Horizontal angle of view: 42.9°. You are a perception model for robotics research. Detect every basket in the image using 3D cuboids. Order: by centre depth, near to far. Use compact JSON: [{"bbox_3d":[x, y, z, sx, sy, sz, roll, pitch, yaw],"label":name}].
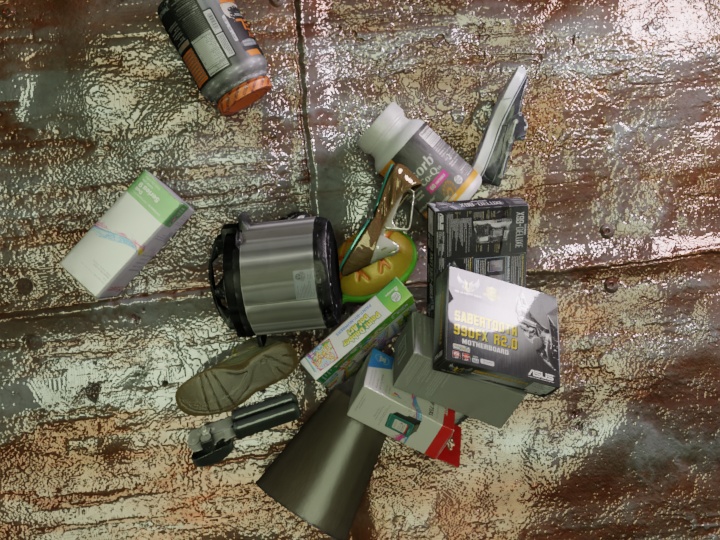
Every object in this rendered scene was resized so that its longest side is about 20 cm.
[{"bbox_3d":[-0.048,0.306,1.500,0.179,0.136,0.201,28,82,22],"label":"basket"}]

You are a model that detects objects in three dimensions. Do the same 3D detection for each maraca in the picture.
[{"bbox_3d":[0.000,0.000,1.514,0.198,0.138,0.107,-24,135,5],"label":"maraca"}]

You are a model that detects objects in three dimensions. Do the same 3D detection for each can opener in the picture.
[{"bbox_3d":[-0.195,0.263,1.536,0.198,0.053,0.067,-22,126,-2],"label":"can opener"}]

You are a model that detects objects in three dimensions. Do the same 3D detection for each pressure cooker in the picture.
[{"bbox_3d":[-0.134,0.008,1.403,0.198,0.179,0.178,-7,61,5],"label":"pressure cooker"}]

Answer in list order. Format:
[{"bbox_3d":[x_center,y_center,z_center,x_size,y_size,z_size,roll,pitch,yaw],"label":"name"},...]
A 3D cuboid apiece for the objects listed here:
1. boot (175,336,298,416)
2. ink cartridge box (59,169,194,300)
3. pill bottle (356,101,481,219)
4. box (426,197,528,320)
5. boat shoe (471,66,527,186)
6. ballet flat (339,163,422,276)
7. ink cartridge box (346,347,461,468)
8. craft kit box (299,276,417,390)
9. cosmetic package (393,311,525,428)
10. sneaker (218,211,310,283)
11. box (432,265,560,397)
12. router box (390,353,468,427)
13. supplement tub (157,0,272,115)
[{"bbox_3d":[-0.202,0.165,1.476,0.198,0.155,0.073,-24,98,-10],"label":"boot"},{"bbox_3d":[-0.371,-0.054,1.469,0.087,0.145,0.200,40,87,-2],"label":"ink cartridge box"},{"bbox_3d":[0.095,-0.176,1.518,0.200,0.116,0.117,42,87,-3],"label":"pill bottle"},{"bbox_3d":[0.187,-0.012,1.476,0.156,0.050,0.202,-5,108,-10],"label":"box"},{"bbox_3d":[0.250,-0.241,1.552,0.067,0.072,0.202,21,91,-2],"label":"boat shoe"},{"bbox_3d":[0.040,-0.070,1.438,0.072,0.068,0.201,26,78,5],"label":"ballet flat"},{"bbox_3d":[0.086,0.218,1.455,0.198,0.116,0.068,27,117,-5],"label":"ink cartridge box"},{"bbox_3d":[0.004,0.106,1.469,0.197,0.200,0.049,-44,77,-3],"label":"craft kit box"},{"bbox_3d":[0.154,0.158,1.450,0.198,0.107,0.091,19,124,-12],"label":"cosmetic package"},{"bbox_3d":[-0.148,-0.015,1.531,0.080,0.074,0.200,44,92,-14],"label":"sneaker"},{"bbox_3d":[0.211,0.095,1.412,0.198,0.048,0.160,16,59,-17],"label":"box"},{"bbox_3d":[0.149,0.170,1.553,0.199,0.052,0.158,-37,93,-3],"label":"router box"},{"bbox_3d":[-0.233,-0.364,1.492,0.122,0.123,0.201,-29,93,-4],"label":"supplement tub"}]
